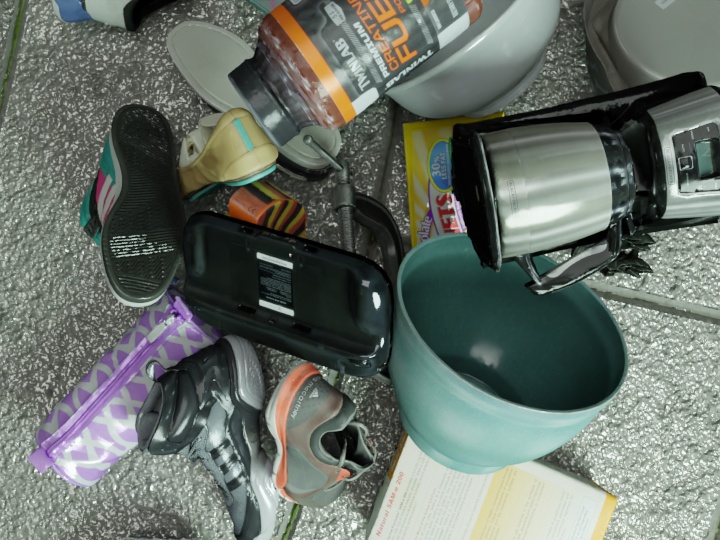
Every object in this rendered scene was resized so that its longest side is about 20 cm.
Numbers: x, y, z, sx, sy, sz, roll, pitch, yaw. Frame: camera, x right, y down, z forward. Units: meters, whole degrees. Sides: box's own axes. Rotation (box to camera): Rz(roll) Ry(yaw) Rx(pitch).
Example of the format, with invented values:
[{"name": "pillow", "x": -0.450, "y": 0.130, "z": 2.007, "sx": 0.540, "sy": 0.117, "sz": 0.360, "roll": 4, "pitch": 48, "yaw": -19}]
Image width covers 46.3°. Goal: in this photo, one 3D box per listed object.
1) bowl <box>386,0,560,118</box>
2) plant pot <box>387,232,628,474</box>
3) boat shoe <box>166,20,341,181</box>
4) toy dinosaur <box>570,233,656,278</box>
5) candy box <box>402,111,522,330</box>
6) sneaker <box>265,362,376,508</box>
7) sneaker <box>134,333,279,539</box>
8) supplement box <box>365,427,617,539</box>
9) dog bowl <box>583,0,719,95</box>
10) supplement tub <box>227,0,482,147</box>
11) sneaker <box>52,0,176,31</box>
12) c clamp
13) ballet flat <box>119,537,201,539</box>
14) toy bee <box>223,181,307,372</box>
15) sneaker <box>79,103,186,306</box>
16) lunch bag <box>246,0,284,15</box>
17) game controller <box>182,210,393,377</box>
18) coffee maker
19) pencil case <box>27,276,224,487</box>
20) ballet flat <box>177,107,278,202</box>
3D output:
[{"name": "bowl", "x": 0.106, "y": -0.205, "z": 0.764, "sx": 0.201, "sy": 0.201, "sz": 0.090, "roll": -45, "pitch": 117, "yaw": -1}, {"name": "plant pot", "x": 0.105, "y": 0.085, "z": 0.711, "sx": 0.197, "sy": 0.201, "sz": 0.136, "roll": 22, "pitch": 127, "yaw": 2}, {"name": "boat shoe", "x": -0.104, "y": -0.160, "z": 0.811, "sx": 0.199, "sy": 0.060, "sz": 0.074, "roll": 35, "pitch": 69, "yaw": 2}, {"name": "toy dinosaur", "x": 0.238, "y": -0.071, "z": 0.795, "sx": 0.198, "sy": 0.101, "sz": 0.138, "roll": -13, "pitch": 67, "yaw": 38}, {"name": "candy box", "x": 0.097, "y": -0.044, "z": 0.804, "sx": 0.100, "sy": 0.026, "sz": 0.204, "roll": -5, "pitch": 89, "yaw": 14}, {"name": "sneaker", "x": -0.027, "y": 0.163, "z": 0.723, "sx": 0.081, "sy": 0.201, "sz": 0.077, "roll": 24, "pitch": 60, "yaw": 24}, {"name": "sneaker", "x": -0.140, "y": 0.163, "z": 0.756, "sx": 0.112, "sy": 0.075, "sz": 0.204, "roll": -10, "pitch": 102, "yaw": -26}, {"name": "supplement box", "x": 0.116, "y": 0.223, "z": 0.776, "sx": 0.197, "sy": 0.074, "sz": 0.128, "roll": 23, "pitch": 88, "yaw": 2}, {"name": "dog bowl", "x": 0.299, "y": -0.210, "z": 0.774, "sx": 0.196, "sy": 0.059, "sz": 0.203, "roll": -1, "pitch": 62, "yaw": 3}, {"name": "supplement tub", "x": -0.007, "y": -0.186, "z": 0.668, "sx": 0.199, "sy": 0.107, "sz": 0.108, "roll": -38, "pitch": 87, "yaw": 2}, {"name": "sneaker", "x": -0.211, "y": -0.321, "z": 0.818, "sx": 0.113, "sy": 0.081, "sz": 0.203, "roll": 20, "pitch": 94, "yaw": -1}, {"name": "c clamp", "x": 0.000, "y": 0.000, "z": 0.748, "sx": 0.027, "sy": 0.170, "sz": 0.204, "roll": -14, "pitch": 75, "yaw": 25}, {"name": "ballet flat", "x": -0.232, "y": 0.290, "z": 0.786, "sx": 0.198, "sy": 0.072, "sz": 0.073, "roll": -30, "pitch": 87, "yaw": -1}, {"name": "toy bee", "x": -0.078, "y": -0.008, "z": 0.776, "sx": 0.131, "sy": 0.201, "sz": 0.108, "roll": 47, "pitch": 52, "yaw": 9}, {"name": "sneaker", "x": -0.212, "y": -0.037, "z": 0.769, "sx": 0.082, "sy": 0.121, "sz": 0.203, "roll": 7, "pitch": 56, "yaw": -22}, {"name": "lunch bag", "x": -0.016, "y": -0.306, "z": 0.780, "sx": 0.169, "sy": 0.122, "sz": 0.201, "roll": 35, "pitch": 85, "yaw": 15}, {"name": "game controller", "x": -0.063, "y": 0.018, "z": 0.682, "sx": 0.197, "sy": 0.042, "sz": 0.106, "roll": 16, "pitch": 115, "yaw": 23}, {"name": "coffee maker", "x": 0.179, "y": -0.089, "z": 0.681, "sx": 0.196, "sy": 0.193, "sz": 0.136, "roll": -11, "pitch": 124, "yaw": 1}, {"name": "pencil case", "x": -0.213, "y": 0.107, "z": 0.784, "sx": 0.084, "sy": 0.086, "sz": 0.201, "roll": 41, "pitch": 89, "yaw": 5}, {"name": "ballet flat", "x": -0.125, "y": -0.104, "z": 0.742, "sx": 0.068, "sy": 0.199, "sz": 0.064, "roll": -33, "pitch": 103, "yaw": -24}]
